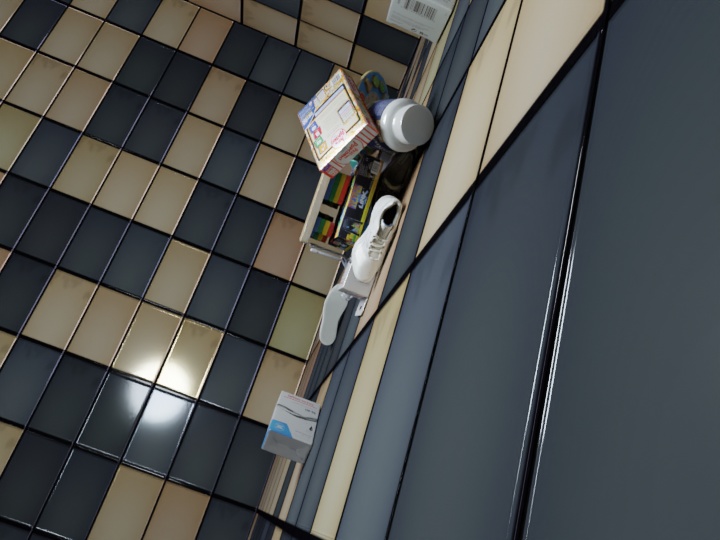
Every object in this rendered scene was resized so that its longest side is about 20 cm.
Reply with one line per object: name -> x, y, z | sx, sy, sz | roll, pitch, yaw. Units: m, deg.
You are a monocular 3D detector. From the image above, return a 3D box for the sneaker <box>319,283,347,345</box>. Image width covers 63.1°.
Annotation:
sneaker -> -0.093, 0.142, 1.935 | 0.114, 0.071, 0.204 | 131, 159, -86

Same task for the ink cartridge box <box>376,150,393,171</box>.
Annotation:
ink cartridge box -> 0.083, -0.289, 1.547 | 0.177, 0.082, 0.202 | 114, 174, -45

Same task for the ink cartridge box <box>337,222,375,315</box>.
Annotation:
ink cartridge box -> 0.000, 0.000, 1.384 | 0.116, 0.067, 0.204 | 145, 145, -81

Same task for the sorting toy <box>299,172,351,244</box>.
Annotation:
sorting toy -> -0.084, -0.158, 1.437 | 0.199, 0.068, 0.204 | -146, 75, -82

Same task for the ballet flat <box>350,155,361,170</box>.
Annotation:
ballet flat -> -0.011, -0.312, 1.517 | 0.068, 0.067, 0.200 | -64, -23, -14

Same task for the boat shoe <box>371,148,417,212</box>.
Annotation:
boat shoe -> 0.074, -0.209, 1.391 | 0.202, 0.071, 0.065 | -61, 3, 29

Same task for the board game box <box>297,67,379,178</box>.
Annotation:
board game box -> -0.055, -0.331, 1.314 | 0.151, 0.046, 0.203 | -39, 52, 24

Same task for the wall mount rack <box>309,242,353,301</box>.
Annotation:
wall mount rack -> -0.059, -0.007, 1.539 | 0.074, 0.176, 0.200 | -32, -2, -6

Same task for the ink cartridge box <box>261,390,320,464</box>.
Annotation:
ink cartridge box -> -0.171, 0.385, 1.501 | 0.201, 0.114, 0.068 | -80, 12, -66

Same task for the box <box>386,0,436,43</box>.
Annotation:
box -> 0.211, -0.900, 1.919 | 0.200, 0.195, 0.175 | 133, 158, -79

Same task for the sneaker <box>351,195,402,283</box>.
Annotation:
sneaker -> 0.035, -0.070, 1.271 | 0.087, 0.073, 0.204 | -163, 92, -81

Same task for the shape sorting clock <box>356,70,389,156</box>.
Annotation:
shape sorting clock -> 0.025, -0.379, 1.427 | 0.200, 0.038, 0.204 | -49, -33, -49

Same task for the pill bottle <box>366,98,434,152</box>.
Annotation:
pill bottle -> 0.077, -0.319, 1.292 | 0.199, 0.109, 0.113 | 27, 97, 63

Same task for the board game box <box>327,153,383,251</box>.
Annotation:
board game box -> -0.014, -0.158, 1.402 | 0.165, 0.056, 0.204 | 161, 128, -77
